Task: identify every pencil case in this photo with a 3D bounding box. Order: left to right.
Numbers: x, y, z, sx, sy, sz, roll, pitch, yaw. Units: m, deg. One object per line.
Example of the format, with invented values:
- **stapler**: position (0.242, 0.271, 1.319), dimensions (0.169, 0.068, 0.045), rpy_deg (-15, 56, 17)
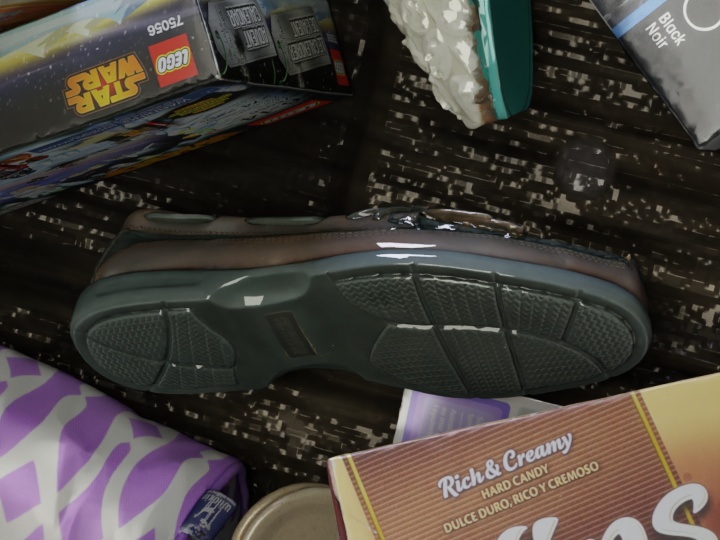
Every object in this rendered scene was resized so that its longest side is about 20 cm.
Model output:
- **pencil case**: position (-0.134, 0.070, 0.814), dimensions (0.199, 0.084, 0.086), rpy_deg (24, 60, 16)

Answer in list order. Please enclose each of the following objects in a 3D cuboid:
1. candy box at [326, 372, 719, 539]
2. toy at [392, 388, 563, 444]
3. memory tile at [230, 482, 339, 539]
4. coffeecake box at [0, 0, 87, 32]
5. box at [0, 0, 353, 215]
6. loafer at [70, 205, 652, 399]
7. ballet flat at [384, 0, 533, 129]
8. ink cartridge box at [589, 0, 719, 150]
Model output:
- **candy box**: position (0.097, 0.096, 0.709), dimensions (0.199, 0.057, 0.117), rpy_deg (-11, 72, -2)
- **toy**: position (0.094, 0.114, 0.767), dimensions (0.199, 0.047, 0.116), rpy_deg (14, 99, 16)
- **memory tile**: position (-0.074, 0.165, 0.760), dimensions (0.199, 0.017, 0.154), rpy_deg (-22, 115, -15)
- **coffeecake box**: position (-0.179, -0.090, 0.748), dimensions (0.199, 0.153, 0.074), rpy_deg (-20, 89, 43)
- **box**: position (-0.116, -0.047, 0.777), dimensions (0.199, 0.137, 0.040), rpy_deg (-18, 88, 17)
- **loafer**: position (0.000, 0.000, 0.782), dimensions (0.199, 0.072, 0.063), rpy_deg (-1, 51, 16)
- **ballet flat**: position (0.022, -0.143, 0.770), dimensions (0.071, 0.072, 0.201), rpy_deg (-3, 84, 17)
- **ink cartridge box**: position (0.160, -0.136, 0.740), dimensions (0.200, 0.039, 0.100), rpy_deg (-38, 81, 14)
